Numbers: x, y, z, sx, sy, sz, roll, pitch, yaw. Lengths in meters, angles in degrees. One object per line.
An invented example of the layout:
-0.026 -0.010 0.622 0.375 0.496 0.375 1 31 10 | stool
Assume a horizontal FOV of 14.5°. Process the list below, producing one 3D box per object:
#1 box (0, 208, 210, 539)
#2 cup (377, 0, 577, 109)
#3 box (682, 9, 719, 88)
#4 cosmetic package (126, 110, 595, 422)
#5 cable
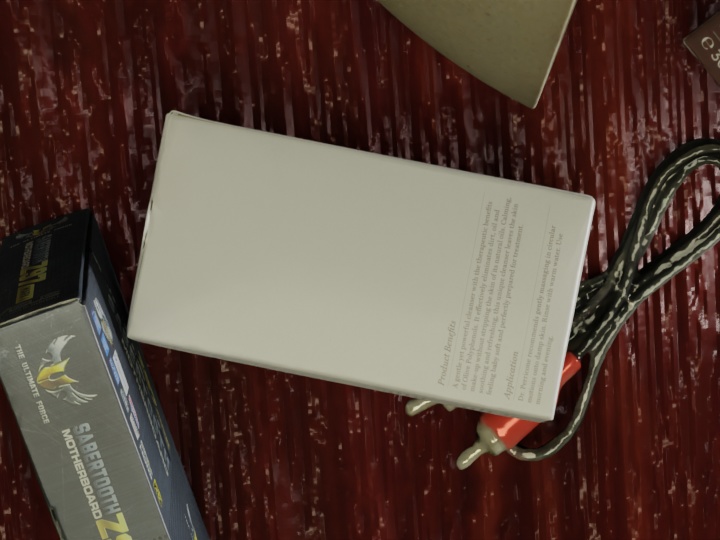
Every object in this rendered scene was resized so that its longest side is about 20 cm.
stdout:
-0.114 0.087 1.301 0.051 0.158 0.201 -18 105 0 | box
0.047 -0.190 1.228 0.142 0.200 0.201 22 103 2 | cup
0.256 -0.129 1.289 0.200 0.075 0.100 -39 89 13 | box
0.000 0.000 1.297 0.199 0.085 0.108 12 87 2 | cosmetic package
0.113 0.023 1.354 0.199 0.050 0.097 -33 99 7 | cable
